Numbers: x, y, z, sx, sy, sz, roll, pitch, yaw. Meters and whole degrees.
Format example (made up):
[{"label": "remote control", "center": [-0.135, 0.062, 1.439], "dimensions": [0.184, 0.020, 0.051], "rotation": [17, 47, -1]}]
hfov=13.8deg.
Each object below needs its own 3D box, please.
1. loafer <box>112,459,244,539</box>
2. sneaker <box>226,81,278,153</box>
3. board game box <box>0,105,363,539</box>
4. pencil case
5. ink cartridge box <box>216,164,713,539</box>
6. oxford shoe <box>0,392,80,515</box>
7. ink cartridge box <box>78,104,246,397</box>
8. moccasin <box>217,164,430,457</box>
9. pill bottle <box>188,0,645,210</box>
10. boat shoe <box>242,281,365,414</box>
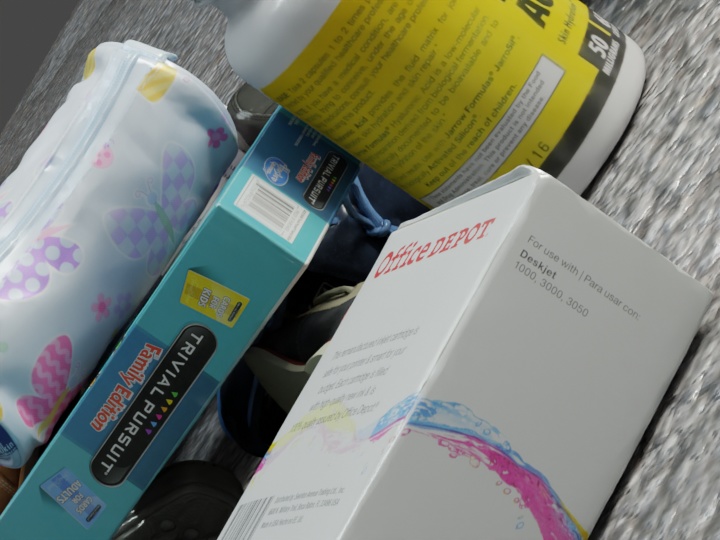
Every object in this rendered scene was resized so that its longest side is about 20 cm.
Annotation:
[{"label": "loafer", "center": [-0.115, 0.142, 1.421], "dimensions": [0.200, 0.070, 0.070], "rotation": [-46, 29, 41]}, {"label": "sneaker", "center": [0.014, -0.126, 1.422], "dimensions": [0.200, 0.079, 0.075], "rotation": [-34, 44, -17]}, {"label": "board game box", "center": [-0.076, 0.028, 1.296], "dimensions": [0.200, 0.047, 0.151], "rotation": [-54, 4, 27]}, {"label": "pencil case", "center": [-0.137, -0.009, 1.335], "dimensions": [0.083, 0.091, 0.200], "rotation": [14, 58, 39]}, {"label": "ink cartridge box", "center": [0.022, 0.076, 1.045], "dimensions": [0.200, 0.085, 0.145], "rotation": [-61, 14, -17]}, {"label": "oxford shoe", "center": [-0.175, 0.097, 1.388], "dimensions": [0.071, 0.071, 0.200], "rotation": [50, -127, -77]}, {"label": "ink cartridge box", "center": [-0.114, 0.013, 1.493], "dimensions": [0.200, 0.084, 0.145], "rotation": [-60, 0, 7]}, {"label": "moccasin", "center": [0.000, 0.000, 1.379], "dimensions": [0.068, 0.080, 0.200], "rotation": [-129, 59, -72]}, {"label": "pill bottle", "center": [0.013, -0.104, 1.264], "dimensions": [0.111, 0.200, 0.111], "rotation": [-52, 14, 18]}, {"label": "boat shoe", "center": [0.002, 0.036, 1.252], "dimensions": [0.063, 0.071, 0.200], "rotation": [-48, 6, -14]}]
